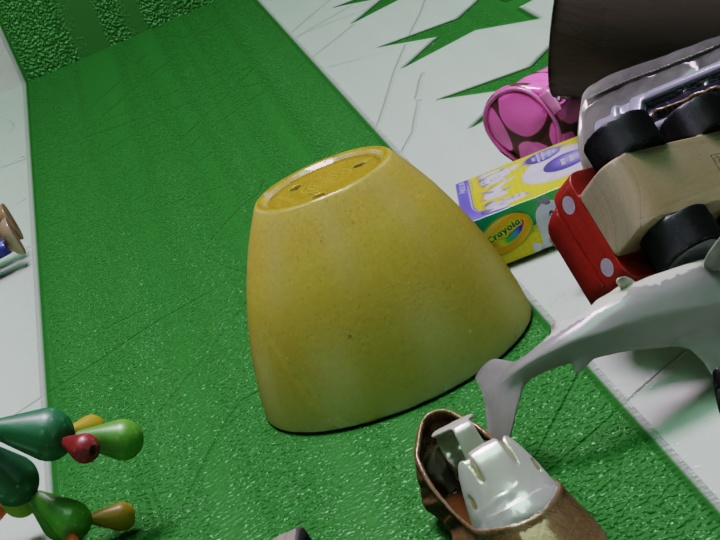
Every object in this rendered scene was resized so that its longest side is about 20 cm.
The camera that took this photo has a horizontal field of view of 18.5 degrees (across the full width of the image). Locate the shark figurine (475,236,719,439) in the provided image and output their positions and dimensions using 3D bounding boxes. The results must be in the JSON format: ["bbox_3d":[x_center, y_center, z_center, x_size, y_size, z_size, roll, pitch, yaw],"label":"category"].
[{"bbox_3d":[0.169,0.046,1.274,0.213,0.090,0.128,-21,-19,-22],"label":"shark figurine"}]

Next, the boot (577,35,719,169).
[{"bbox_3d":[0.254,-0.153,1.569,0.200,0.073,0.182,-27,27,40],"label":"boot"}]

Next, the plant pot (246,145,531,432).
[{"bbox_3d":[0.000,0.000,1.514,0.199,0.143,0.200,-21,17,7],"label":"plant pot"}]

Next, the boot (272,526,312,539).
[{"bbox_3d":[-0.098,0.202,1.133,0.150,0.074,0.200,-18,13,11],"label":"boot"}]

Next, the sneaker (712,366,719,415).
[{"bbox_3d":[0.248,0.073,1.088,0.090,0.076,0.200,-20,17,-11],"label":"sneaker"}]

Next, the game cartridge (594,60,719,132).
[{"bbox_3d":[0.274,-0.096,1.475,0.199,0.133,0.041,-22,55,31],"label":"game cartridge"}]

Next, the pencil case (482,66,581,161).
[{"bbox_3d":[0.196,-0.159,1.853,0.200,0.091,0.094,-38,-13,-37],"label":"pencil case"}]

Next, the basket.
[{"bbox_3d":[0.255,-0.189,1.691,0.199,0.137,0.180,8,16,10],"label":"basket"}]

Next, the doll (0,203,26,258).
[{"bbox_3d":[-0.438,0.005,2.246,0.199,0.049,0.137,-30,26,0],"label":"doll"}]

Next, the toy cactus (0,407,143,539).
[{"bbox_3d":[-0.243,0.130,1.421,0.199,0.165,0.103,-19,36,29],"label":"toy cactus"}]

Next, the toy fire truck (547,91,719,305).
[{"bbox_3d":[0.183,-0.030,1.417,0.175,0.129,0.200,-15,-25,-35],"label":"toy fire truck"}]

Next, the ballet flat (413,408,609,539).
[{"bbox_3d":[0.071,0.116,1.179,0.068,0.073,0.200,-26,17,-8],"label":"ballet flat"}]

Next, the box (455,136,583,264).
[{"bbox_3d":[0.173,-0.068,1.667,0.199,0.049,0.117,-20,17,5],"label":"box"}]
